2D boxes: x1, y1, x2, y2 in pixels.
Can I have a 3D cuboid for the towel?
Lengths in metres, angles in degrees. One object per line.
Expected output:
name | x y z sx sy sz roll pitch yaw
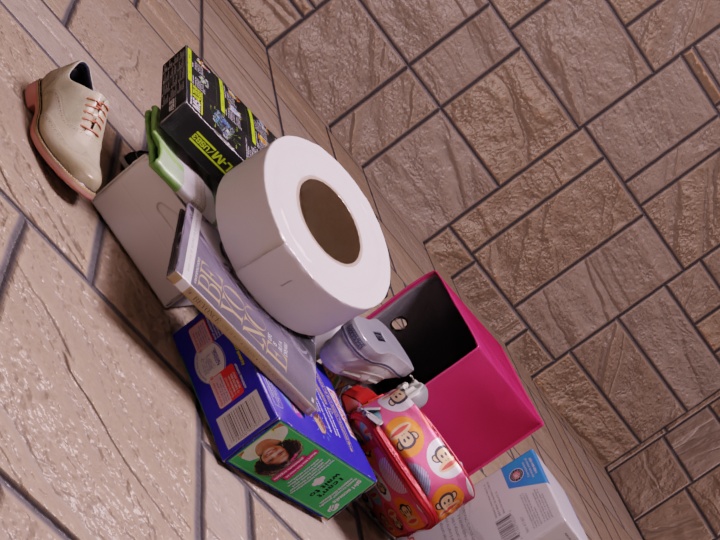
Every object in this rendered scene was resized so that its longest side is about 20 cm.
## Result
towel | -0.157 -0.083 1.328 0.200 0.031 0.149 47 10 -31

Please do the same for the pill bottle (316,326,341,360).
pill bottle | -0.068 0.049 1.557 0.114 0.114 0.200 54 9 -1

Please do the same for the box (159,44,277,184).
box | -0.148 -0.148 1.400 0.193 0.047 0.200 43 15 -26

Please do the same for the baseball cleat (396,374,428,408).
baseball cleat | 0.047 0.195 1.507 0.107 0.070 0.200 60 -24 2

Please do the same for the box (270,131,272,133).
box | -0.153 -0.094 1.576 0.158 0.048 0.201 16 69 -75

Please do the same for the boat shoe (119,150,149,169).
boat shoe | -0.231 -0.120 1.522 0.076 0.060 0.200 55 9 12

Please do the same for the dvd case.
dvd case | -0.111 0.035 1.203 0.200 0.016 0.149 47 17 -23

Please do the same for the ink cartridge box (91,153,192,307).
ink cartridge box | -0.191 -0.042 1.359 0.147 0.086 0.200 55 11 7

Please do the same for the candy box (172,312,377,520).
candy box | -0.085 0.142 1.248 0.200 0.077 0.169 40 16 -49

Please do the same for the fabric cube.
fabric cube | 0.112 0.162 1.781 0.199 0.196 0.200 46 11 -36

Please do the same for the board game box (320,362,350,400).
board game box | -0.021 0.126 1.529 0.030 0.096 0.200 29 0 15

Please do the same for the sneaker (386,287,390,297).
sneaker | 0.000 0.000 1.493 0.200 0.066 0.091 28 43 -75

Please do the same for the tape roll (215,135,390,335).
tape roll | -0.057 -0.036 1.270 0.202 0.071 0.203 40 35 -35

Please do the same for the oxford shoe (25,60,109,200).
oxford shoe | -0.297 -0.154 1.274 0.071 0.074 0.200 43 14 -49

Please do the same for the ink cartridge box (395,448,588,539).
ink cartridge box | 0.149 0.318 1.393 0.084 0.200 0.146 52 9 -24

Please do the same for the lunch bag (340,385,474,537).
lunch bag | 0.034 0.207 1.376 0.176 0.082 0.200 56 -20 6

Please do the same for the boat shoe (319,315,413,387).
boat shoe | 0.004 0.101 1.417 0.071 0.070 0.200 57 10 15
